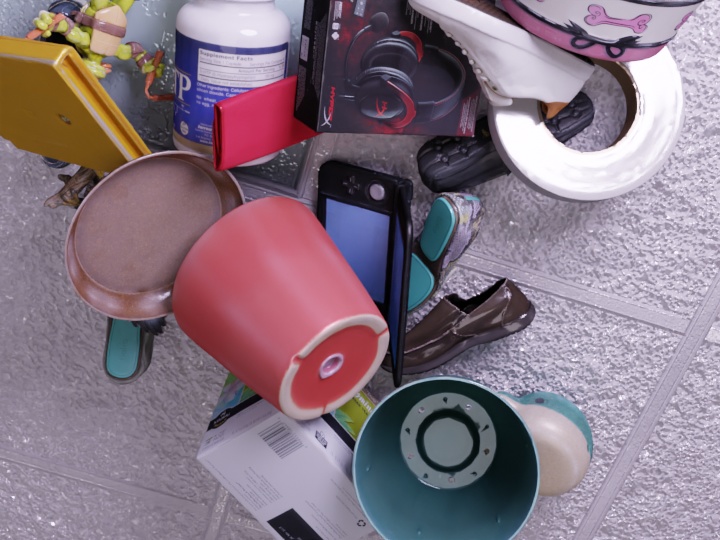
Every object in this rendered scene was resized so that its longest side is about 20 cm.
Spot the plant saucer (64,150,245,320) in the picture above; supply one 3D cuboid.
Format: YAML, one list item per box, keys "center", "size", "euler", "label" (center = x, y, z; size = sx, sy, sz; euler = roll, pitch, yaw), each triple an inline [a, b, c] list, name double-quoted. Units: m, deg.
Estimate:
- center: [-0.215, -0.039, 0.977]
  size: [0.200, 0.034, 0.201]
  euler: [-22, 132, -26]
  label: "plant saucer"

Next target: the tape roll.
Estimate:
- center: [0.232, -0.171, 0.966]
  size: [0.202, 0.037, 0.204]
  euler: [0, 89, -2]
  label: "tape roll"

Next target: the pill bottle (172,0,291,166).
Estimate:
- center: [-0.133, -0.221, 0.976]
  size: [0.119, 0.120, 0.201]
  euler: [8, 117, 1]
  label: "pill bottle"

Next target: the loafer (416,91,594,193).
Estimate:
- center: [0.159, -0.140, 1.029]
  size: [0.200, 0.068, 0.070]
  euler: [-22, 152, 6]
  label: "loafer"

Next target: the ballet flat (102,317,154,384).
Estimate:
- center: [-0.278, 0.038, 1.150]
  size: [0.067, 0.064, 0.201]
  euler: [9, 90, 1]
  label: "ballet flat"

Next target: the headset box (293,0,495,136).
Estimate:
- center: [0.042, -0.216, 0.946]
  size: [0.199, 0.075, 0.149]
  euler: [-2, 112, -24]
  label: "headset box"

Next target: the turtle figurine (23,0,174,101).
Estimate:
- center: [-0.258, -0.259, 0.980]
  size: [0.064, 0.200, 0.162]
  euler: [31, 103, 37]
  label: "turtle figurine"

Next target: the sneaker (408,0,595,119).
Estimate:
- center: [0.122, -0.205, 0.894]
  size: [0.200, 0.073, 0.085]
  euler: [24, 118, -15]
  label: "sneaker"

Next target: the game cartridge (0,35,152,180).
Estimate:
- center: [-0.325, -0.170, 0.941]
  size: [0.200, 0.032, 0.176]
  euler: [17, 155, 27]
  label: "game cartridge"

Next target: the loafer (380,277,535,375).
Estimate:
- center: [0.108, 0.061, 1.133]
  size: [0.200, 0.073, 0.071]
  euler: [-24, 107, 8]
  label: "loafer"

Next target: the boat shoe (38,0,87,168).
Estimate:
- center: [-0.332, -0.200, 1.037]
  size: [0.075, 0.062, 0.200]
  euler: [19, 117, -5]
  label: "boat shoe"

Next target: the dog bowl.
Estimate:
- center: [0.221, -0.270, 0.883]
  size: [0.200, 0.200, 0.074]
  euler: [15, 130, -3]
  label: "dog bowl"

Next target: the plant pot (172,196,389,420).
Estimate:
- center: [-0.076, 0.050, 1.008]
  size: [0.200, 0.177, 0.201]
  euler: [-28, 142, -24]
  label: "plant pot"

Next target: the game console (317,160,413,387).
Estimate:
- center: [0.000, 0.000, 1.047]
  size: [0.175, 0.116, 0.201]
  euler: [18, 120, 26]
  label: "game console"

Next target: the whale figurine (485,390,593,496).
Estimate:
- center: [0.199, 0.211, 1.195]
  size: [0.200, 0.104, 0.159]
  euler: [-3, 120, 34]
  label: "whale figurine"

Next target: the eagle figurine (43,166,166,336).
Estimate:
- center: [-0.258, -0.042, 1.072]
  size: [0.151, 0.151, 0.200]
  euler: [-17, 130, 35]
  label: "eagle figurine"

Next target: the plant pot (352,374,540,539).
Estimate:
- center: [0.099, 0.212, 1.072]
  size: [0.200, 0.161, 0.201]
  euler: [0, 91, 6]
  label: "plant pot"

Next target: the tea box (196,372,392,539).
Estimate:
- center: [-0.068, 0.206, 1.146]
  size: [0.133, 0.197, 0.200]
  euler: [-32, 112, 20]
  label: "tea box"

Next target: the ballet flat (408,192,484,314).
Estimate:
- center: [0.091, -0.017, 1.085]
  size: [0.072, 0.072, 0.200]
  euler: [22, 137, -6]
  label: "ballet flat"

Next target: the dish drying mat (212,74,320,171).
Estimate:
- center: [-0.074, -0.165, 0.972]
  size: [0.018, 0.200, 0.077]
  euler: [26, 129, 33]
  label: "dish drying mat"
